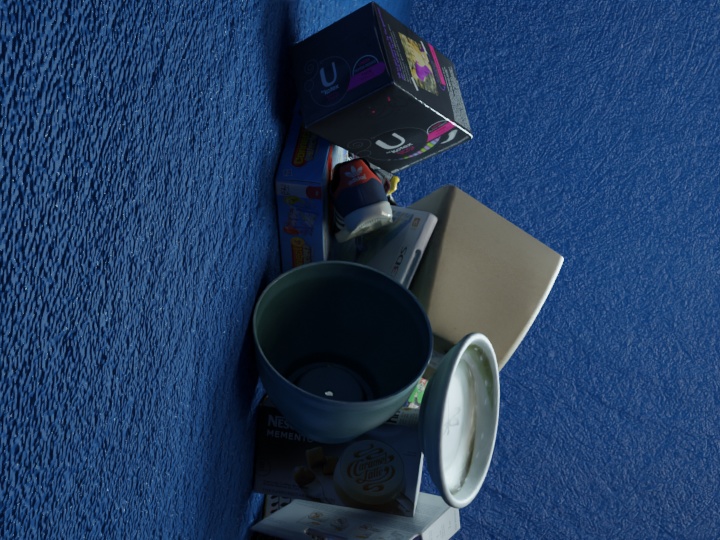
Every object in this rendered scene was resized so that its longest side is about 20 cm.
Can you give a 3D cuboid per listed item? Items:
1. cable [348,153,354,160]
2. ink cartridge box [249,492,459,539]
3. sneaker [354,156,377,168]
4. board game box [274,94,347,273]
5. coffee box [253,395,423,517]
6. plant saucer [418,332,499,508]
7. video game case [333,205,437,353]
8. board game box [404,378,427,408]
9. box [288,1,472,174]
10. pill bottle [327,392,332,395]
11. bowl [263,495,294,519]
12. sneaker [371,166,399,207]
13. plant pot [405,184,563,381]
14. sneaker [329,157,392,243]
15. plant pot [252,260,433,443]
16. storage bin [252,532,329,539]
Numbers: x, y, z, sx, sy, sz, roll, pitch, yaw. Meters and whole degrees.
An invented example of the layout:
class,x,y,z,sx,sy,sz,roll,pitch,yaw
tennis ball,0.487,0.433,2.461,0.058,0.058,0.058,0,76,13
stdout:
class,x,y,z,sx,sy,sz,roll,pitch,yaw
cable,-0.038,-0.113,1.499,0.164,0.050,0.202,-77,172,-54
ink cartridge box,-0.006,0.315,1.222,0.175,0.198,0.045,-23,111,-51
sneaker,-0.015,-0.133,1.646,0.089,0.079,0.202,-88,-174,-56
board game box,-0.056,-0.111,1.252,0.201,0.055,0.198,90,8,-50
coffee box,-0.023,0.218,1.217,0.080,0.197,0.116,-51,148,-77
plant saucer,0.109,0.172,1.173,0.200,0.050,0.203,-20,112,-62
video game case,0.000,0.000,1.291,0.199,0.022,0.184,16,-100,56
board game box,0.052,0.142,1.564,0.199,0.029,0.136,14,-102,61
box,0.027,-0.203,1.156,0.199,0.121,0.108,18,54,-56
pill bottle,-0.027,0.119,1.567,0.113,0.111,0.202,88,9,-61
bowl,-0.073,0.318,1.400,0.201,0.093,0.204,7,90,-85
sneaker,0.023,-0.064,1.538,0.078,0.081,0.202,-70,164,-51
plant pot,0.114,0.039,1.316,0.199,0.198,0.179,-26,-141,57
sneaker,-0.004,-0.087,1.202,0.200,0.074,0.086,144,-74,-81
plant pot,-0.029,0.108,1.128,0.202,0.197,0.135,-79,-179,-45
storage bin,-0.099,0.406,1.210,0.200,0.092,0.137,-36,133,-82
